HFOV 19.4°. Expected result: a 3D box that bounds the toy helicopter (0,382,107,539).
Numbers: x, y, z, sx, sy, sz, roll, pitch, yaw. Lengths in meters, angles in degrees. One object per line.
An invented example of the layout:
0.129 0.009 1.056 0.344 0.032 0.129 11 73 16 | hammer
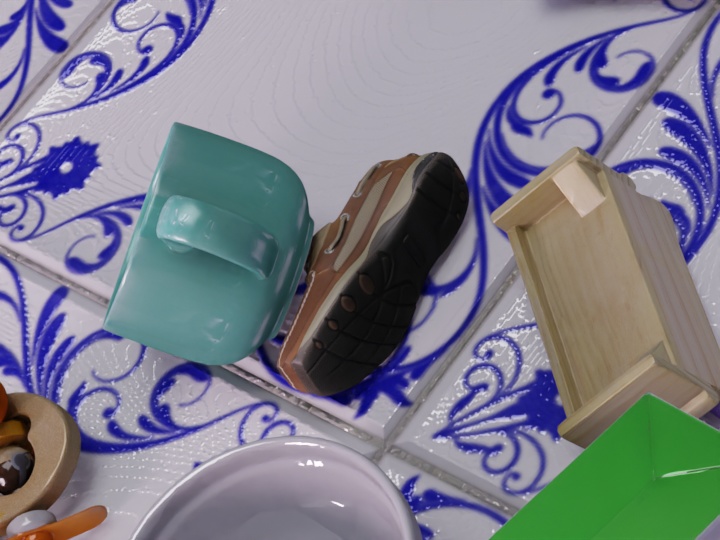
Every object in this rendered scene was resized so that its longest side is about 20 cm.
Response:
-0.261 0.177 1.436 0.132 0.079 0.200 33 83 30 | toy helicopter

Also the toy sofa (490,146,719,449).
0.162 0.027 1.343 0.083 0.097 0.200 -40 43 26 | toy sofa

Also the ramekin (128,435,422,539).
-0.043 0.211 1.269 0.199 0.105 0.201 -13 51 16 | ramekin

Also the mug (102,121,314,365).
-0.099 -0.006 1.423 0.114 0.152 0.185 19 26 -8 | mug

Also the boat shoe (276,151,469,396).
0.000 0.000 1.442 0.074 0.076 0.200 9 52 39 | boat shoe

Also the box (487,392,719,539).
0.134 0.200 1.124 0.200 0.177 0.097 -39 43 -22 | box
